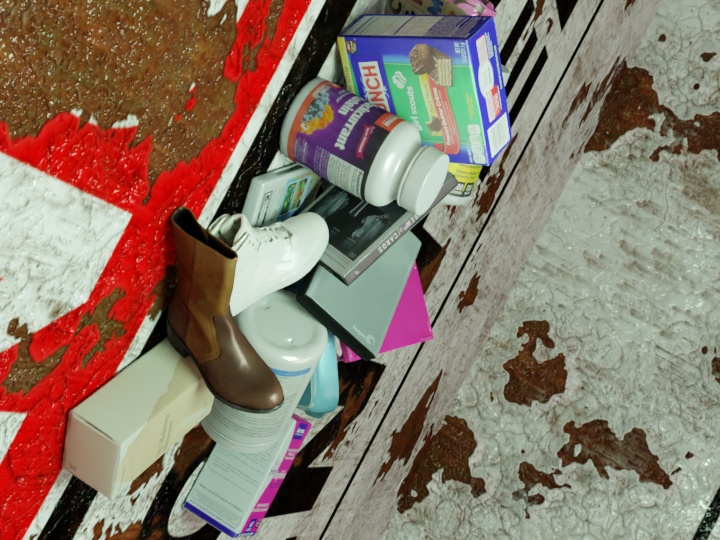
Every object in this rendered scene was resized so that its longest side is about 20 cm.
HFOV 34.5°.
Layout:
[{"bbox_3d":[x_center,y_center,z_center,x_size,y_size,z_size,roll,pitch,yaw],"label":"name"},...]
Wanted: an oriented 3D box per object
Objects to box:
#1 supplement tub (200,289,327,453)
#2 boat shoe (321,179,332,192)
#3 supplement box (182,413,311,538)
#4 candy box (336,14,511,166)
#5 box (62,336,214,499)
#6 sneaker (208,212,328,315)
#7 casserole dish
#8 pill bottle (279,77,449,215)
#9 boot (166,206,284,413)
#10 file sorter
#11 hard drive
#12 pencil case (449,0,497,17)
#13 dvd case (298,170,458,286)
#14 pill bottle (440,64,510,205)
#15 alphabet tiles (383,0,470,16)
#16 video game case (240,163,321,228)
[{"bbox_3d":[-0.133,0.135,1.558,0.132,0.131,0.201,-41,163,-50],"label":"supplement tub"},{"bbox_3d":[-0.008,-0.159,1.619,0.060,0.075,0.202,-41,155,-38],"label":"boat shoe"},{"bbox_3d":[-0.173,0.300,1.799,0.203,0.102,0.101,-63,163,-2],"label":"supplement box"},{"bbox_3d":[0.080,-0.231,1.471,0.077,0.197,0.172,-42,130,-40],"label":"candy box"},{"bbox_3d":[-0.255,0.167,1.369,0.200,0.077,0.096,-42,156,-50],"label":"box"},{"bbox_3d":[-0.119,-0.033,1.421,0.199,0.073,0.117,-38,148,-25],"label":"sneaker"},{"bbox_3d":[-0.084,0.112,1.626,0.038,0.120,0.204,-12,103,-38],"label":"casserole dish"},{"bbox_3d":[0.007,-0.150,1.452,0.112,0.198,0.112,-53,162,-26],"label":"pill bottle"},{"bbox_3d":[-0.148,0.047,1.320,0.068,0.188,0.202,-26,147,-33],"label":"boot"},{"bbox_3d":[-0.011,0.059,1.717,0.198,0.124,0.142,-10,85,-50],"label":"file sorter"},{"bbox_3d":[0.000,0.000,1.566,0.033,0.139,0.202,-18,-142,45],"label":"hard drive"},{"bbox_3d":[0.145,-0.333,1.795,0.092,0.091,0.202,6,118,-34],"label":"pencil case"},{"bbox_3d":[0.011,-0.082,1.515,0.200,0.150,0.025,-43,133,-12],"label":"dvd case"},{"bbox_3d":[0.138,-0.206,1.660,0.112,0.111,0.203,-27,142,-63],"label":"pill bottle"},{"bbox_3d":[0.093,-0.278,1.530,0.006,0.200,0.168,-21,140,-39],"label":"alphabet tiles"},{"bbox_3d":[-0.121,-0.045,1.545,0.182,0.023,0.203,-31,144,-62],"label":"video game case"}]
